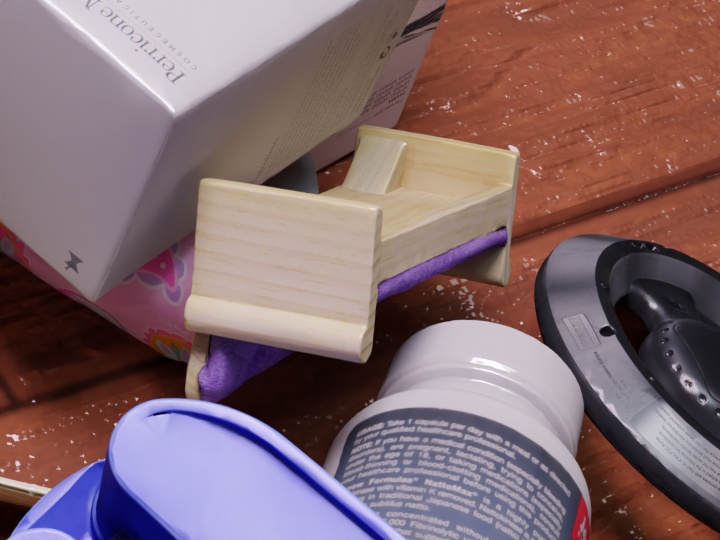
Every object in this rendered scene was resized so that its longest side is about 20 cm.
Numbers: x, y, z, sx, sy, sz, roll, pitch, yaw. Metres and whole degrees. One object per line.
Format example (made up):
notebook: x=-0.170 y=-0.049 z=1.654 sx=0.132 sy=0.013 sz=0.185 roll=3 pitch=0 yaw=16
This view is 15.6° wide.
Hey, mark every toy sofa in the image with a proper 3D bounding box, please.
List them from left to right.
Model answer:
toy sofa: x=0.000 y=0.000 z=1.148 sx=0.082 sy=0.098 sz=0.200 roll=10 pitch=12 yaw=19

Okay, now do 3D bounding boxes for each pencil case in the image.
pencil case: x=-0.125 y=-0.035 z=1.194 sx=0.199 sy=0.088 sz=0.088 roll=31 pitch=45 yaw=5

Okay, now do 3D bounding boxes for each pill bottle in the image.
pill bottle: x=0.033 y=0.120 z=1.097 sx=0.119 sy=0.120 sz=0.201 roll=23 pitch=45 yaw=-3

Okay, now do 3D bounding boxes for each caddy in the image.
caddy: x=-0.046 y=0.142 z=0.952 sx=0.200 sy=0.105 sz=0.141 roll=39 pitch=70 yaw=14

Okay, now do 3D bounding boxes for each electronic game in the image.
electronic game: x=0.164 y=0.058 z=1.234 sx=0.199 sy=0.042 sz=0.200 roll=31 pitch=28 yaw=-18

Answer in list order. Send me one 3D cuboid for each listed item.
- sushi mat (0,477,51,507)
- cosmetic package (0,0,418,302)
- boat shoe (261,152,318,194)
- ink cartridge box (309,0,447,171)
sushi mat: x=-0.177 y=0.081 z=1.069 sx=0.199 sy=0.096 sz=0.012 roll=15 pitch=83 yaw=-11
cosmetic package: x=-0.109 y=-0.127 z=1.140 sx=0.199 sy=0.123 sz=0.200 roll=40 pitch=45 yaw=12
boat shoe: x=-0.107 y=-0.081 z=1.260 sx=0.200 sy=0.066 sz=0.072 roll=41 pitch=47 yaw=-5
ink cartridge box: x=-0.031 y=-0.164 z=1.272 sx=0.145 sy=0.200 sz=0.084 roll=43 pitch=50 yaw=17
